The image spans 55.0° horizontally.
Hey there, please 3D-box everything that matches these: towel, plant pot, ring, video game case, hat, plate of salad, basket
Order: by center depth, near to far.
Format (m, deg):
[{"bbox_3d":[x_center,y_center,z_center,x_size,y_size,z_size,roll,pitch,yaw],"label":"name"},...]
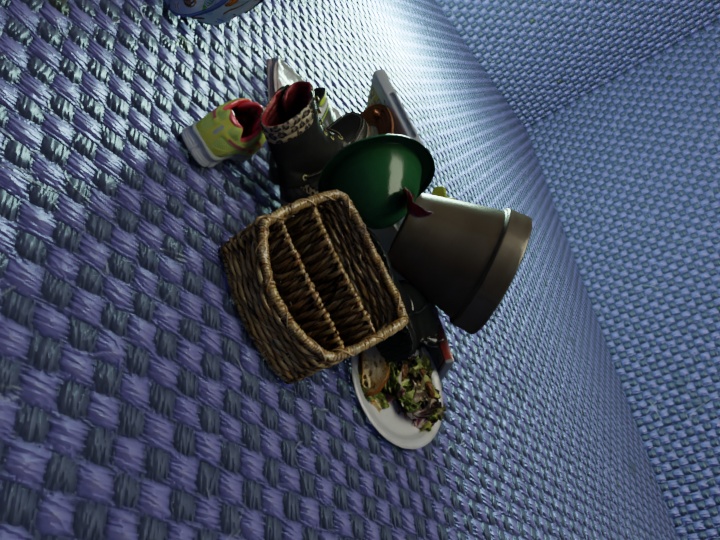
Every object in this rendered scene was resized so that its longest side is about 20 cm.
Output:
[{"bbox_3d":[-0.060,0.017,0.845,0.201,0.149,0.143,65,24,4],"label":"basket"},{"bbox_3d":[0.037,-0.064,0.908,0.200,0.165,0.177,36,31,-53],"label":"hat"},{"bbox_3d":[0.065,0.162,1.027,0.200,0.048,0.201,28,48,-36],"label":"plate of salad"},{"bbox_3d":[0.138,-0.028,1.062,0.173,0.201,0.200,25,30,0],"label":"plant pot"},{"bbox_3d":[-0.011,-0.169,1.086,0.019,0.200,0.201,21,43,-27],"label":"ring"},{"bbox_3d":[0.050,-0.194,1.135,0.200,0.023,0.183,106,-37,-65],"label":"video game case"},{"bbox_3d":[0.108,0.081,1.172,0.143,0.017,0.201,98,-24,-67],"label":"video game case"},{"bbox_3d":[-0.087,-0.258,1.213,0.200,0.032,0.192,35,36,-44],"label":"towel"}]

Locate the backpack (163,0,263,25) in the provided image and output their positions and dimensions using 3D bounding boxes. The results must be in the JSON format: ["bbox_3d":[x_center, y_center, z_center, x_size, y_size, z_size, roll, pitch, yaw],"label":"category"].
[{"bbox_3d":[-0.221,-0.454,0.975,0.154,0.199,0.191,-34,102,-61],"label":"backpack"}]

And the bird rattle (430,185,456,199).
[{"bbox_3d":[0.083,-0.101,1.283,0.163,0.112,0.200,57,41,-9],"label":"bird rattle"}]

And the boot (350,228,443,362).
[{"bbox_3d":[0.045,0.035,0.971,0.199,0.073,0.162,66,18,6],"label":"boot"}]

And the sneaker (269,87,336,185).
[{"bbox_3d":[-0.078,-0.197,1.085,0.081,0.074,0.201,51,46,-38],"label":"sneaker"}]

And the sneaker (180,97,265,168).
[{"bbox_3d":[-0.158,-0.196,0.939,0.078,0.090,0.200,55,24,-12],"label":"sneaker"}]

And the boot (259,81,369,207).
[{"bbox_3d":[-0.061,-0.195,0.965,0.200,0.073,0.151,-51,146,-27],"label":"boot"}]

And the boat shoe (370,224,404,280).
[{"bbox_3d":[0.045,-0.061,1.166,0.062,0.073,0.201,-17,87,-61],"label":"boat shoe"}]

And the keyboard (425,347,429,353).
[{"bbox_3d":[0.035,0.087,1.110,0.200,0.040,0.104,50,40,-16],"label":"keyboard"}]
